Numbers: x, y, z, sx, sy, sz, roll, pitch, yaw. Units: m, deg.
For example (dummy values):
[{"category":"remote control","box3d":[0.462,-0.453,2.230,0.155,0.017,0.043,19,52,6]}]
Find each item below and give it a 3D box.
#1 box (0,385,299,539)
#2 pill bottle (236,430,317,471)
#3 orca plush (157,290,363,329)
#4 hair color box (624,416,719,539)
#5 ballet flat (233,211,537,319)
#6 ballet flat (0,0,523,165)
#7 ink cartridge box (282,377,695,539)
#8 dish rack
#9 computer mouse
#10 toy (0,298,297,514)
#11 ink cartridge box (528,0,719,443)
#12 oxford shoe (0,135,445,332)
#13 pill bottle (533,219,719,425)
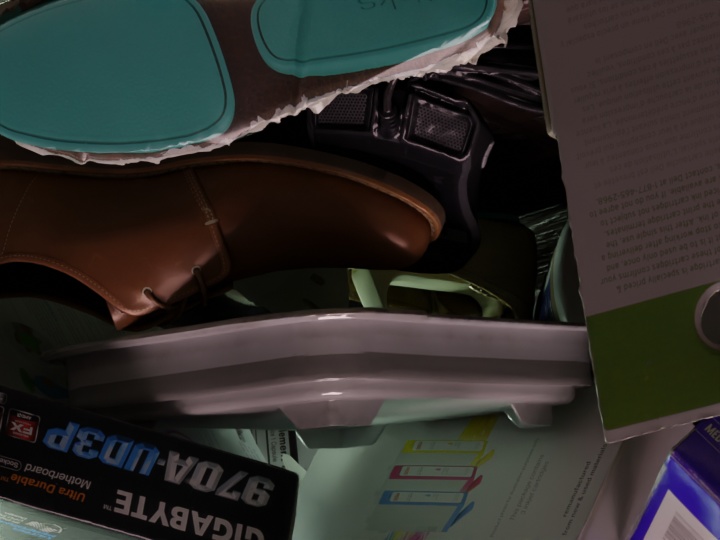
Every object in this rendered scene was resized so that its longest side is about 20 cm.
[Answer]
[{"category":"box","box3d":[-0.145,0.090,1.190,0.199,0.046,0.159,18,158,-22]},{"category":"pill bottle","box3d":[-0.072,0.135,1.609,0.199,0.113,0.113,-7,163,-1]},{"category":"orca plush","box3d":[-0.066,0.046,1.396,0.199,0.072,0.105,6,159,-36]},{"category":"hair color box","box3d":[0.198,0.051,1.186,0.200,0.065,0.109,-39,164,-22]},{"category":"ballet flat","box3d":[0.000,0.000,1.293,0.199,0.063,0.069,5,161,-34]},{"category":"ballet flat","box3d":[-0.036,-0.081,1.030,0.199,0.072,0.072,-9,163,12]},{"category":"ink cartridge box","box3d":[0.058,0.133,1.300,0.199,0.126,0.129,-4,138,43]},{"category":"dish rack","box3d":[-0.011,0.047,1.210,0.171,0.044,0.199,-10,172,38]},{"category":"computer mouse","box3d":[0.042,-0.054,1.145,0.140,0.046,0.200,9,156,12]},{"category":"toy","box3d":[-0.129,0.051,1.256,0.200,0.115,0.047,27,113,-40]},{"category":"ink cartridge box","box3d":[0.139,-0.051,0.957,0.147,0.201,0.076,-16,161,26]},{"category":"oxford shoe","box3d":[-0.066,-0.008,1.162,0.199,0.072,0.071,0,152,11]},{"category":"pill bottle","box3d":[0.134,0.031,1.359,0.115,0.116,0.200,-6,163,-4]}]
